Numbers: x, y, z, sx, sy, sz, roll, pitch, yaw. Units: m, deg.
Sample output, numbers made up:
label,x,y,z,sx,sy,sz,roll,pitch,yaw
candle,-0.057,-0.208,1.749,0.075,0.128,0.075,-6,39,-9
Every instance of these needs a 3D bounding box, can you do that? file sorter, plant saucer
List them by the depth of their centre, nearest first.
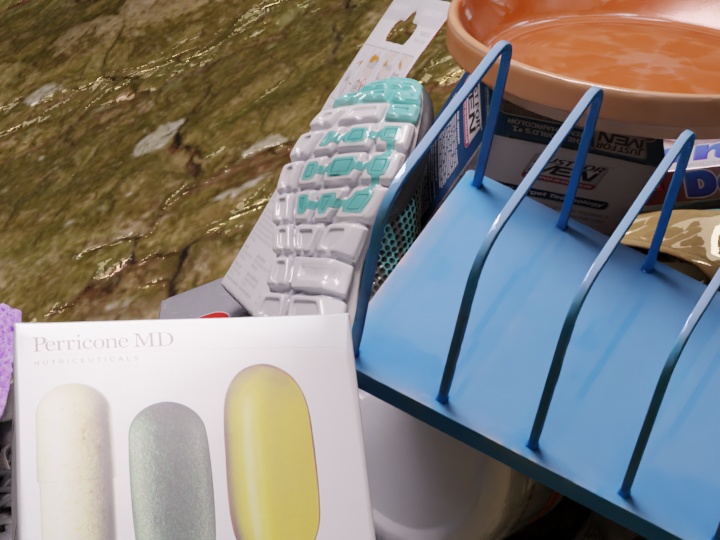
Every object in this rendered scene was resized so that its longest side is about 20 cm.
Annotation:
label,x,y,z,sx,sy,sz,roll,pitch,yaw
file sorter,0.111,0.010,1.206,0.200,0.123,0.139,27,52,13
plant saucer,0.141,-0.105,1.326,0.200,0.032,0.200,4,24,-2

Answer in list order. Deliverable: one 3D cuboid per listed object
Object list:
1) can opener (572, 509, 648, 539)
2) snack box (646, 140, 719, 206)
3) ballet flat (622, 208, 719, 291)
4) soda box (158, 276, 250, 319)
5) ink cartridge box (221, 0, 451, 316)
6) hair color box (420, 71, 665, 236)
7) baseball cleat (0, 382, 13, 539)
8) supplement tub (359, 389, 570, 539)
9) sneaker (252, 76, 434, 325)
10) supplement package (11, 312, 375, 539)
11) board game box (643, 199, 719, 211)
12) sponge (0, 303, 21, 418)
label,x,y,z,sx,sy,sz,roll,pitch,yaw
can opener,0.094,0.148,1.268,0.053,0.067,0.200,-4,30,37
snack box,0.232,-0.068,1.525,0.200,0.024,0.072,-6,27,15
ballet flat,0.136,-0.002,1.542,0.200,0.069,0.063,-4,44,38
soda box,-0.080,0.075,1.566,0.068,0.063,0.200,-20,24,9
ink cartridge box,0.001,-0.055,1.502,0.200,0.047,0.160,-59,13,1
hair color box,0.076,-0.035,1.446,0.100,0.200,0.061,10,58,-16
baseball cleat,-0.190,0.122,1.485,0.070,0.107,0.200,-23,8,22
supplement tub,0.077,0.060,1.356,0.122,0.123,0.200,-3,13,37
sneaker,0.000,0.000,1.396,0.078,0.091,0.200,9,74,39
supplement package,-0.074,0.143,1.179,0.152,0.151,0.200,-2,57,-7
board game box,0.248,-0.065,1.607,0.200,0.034,0.134,-10,28,26
sponge,-0.236,0.121,1.483,0.112,0.030,0.200,-91,26,-58
